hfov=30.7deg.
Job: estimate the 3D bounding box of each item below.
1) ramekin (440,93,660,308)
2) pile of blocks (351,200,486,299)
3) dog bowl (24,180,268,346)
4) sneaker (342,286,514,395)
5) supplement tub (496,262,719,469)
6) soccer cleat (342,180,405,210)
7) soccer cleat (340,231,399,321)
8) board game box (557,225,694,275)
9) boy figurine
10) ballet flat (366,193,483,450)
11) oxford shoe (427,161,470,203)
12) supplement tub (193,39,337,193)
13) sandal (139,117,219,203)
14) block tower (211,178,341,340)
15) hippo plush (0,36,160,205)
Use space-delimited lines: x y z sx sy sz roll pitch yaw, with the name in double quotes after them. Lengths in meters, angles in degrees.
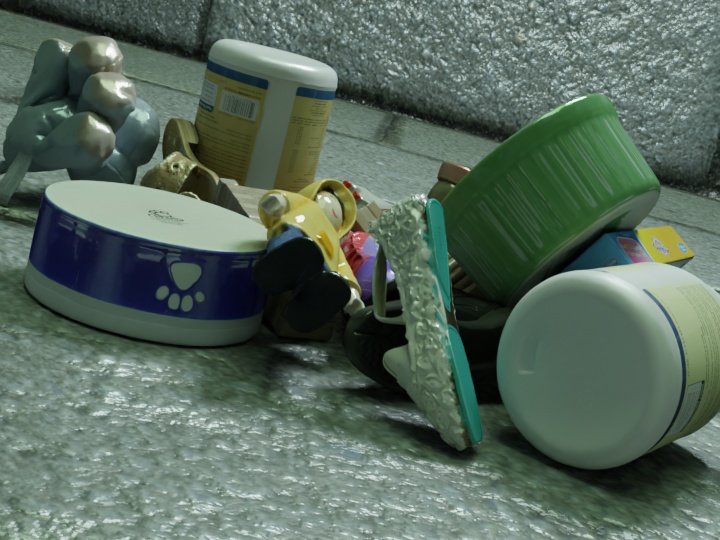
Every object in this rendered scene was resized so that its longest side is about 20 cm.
0.167 -0.052 1.151 0.098 0.200 0.199 54 26 15 "ramekin"
0.064 0.003 1.264 0.199 0.083 0.062 37 52 26 "pile of blocks"
-0.171 -0.009 1.084 0.198 0.080 0.200 14 12 -3 "dog bowl"
0.052 0.055 1.083 0.198 0.077 0.114 -2 9 -36 "sneaker"
0.210 0.069 1.026 0.144 0.146 0.199 22 14 31 "supplement tub"
0.020 -0.044 1.372 0.199 0.070 0.078 13 -27 45 "soccer cleat"
0.000 0.000 1.167 0.068 0.074 0.200 -31 4 -2 "soccer cleat"
0.218 0.024 1.223 0.040 0.153 0.199 54 25 15 "board game box"
-0.036 -0.017 1.057 0.125 0.064 0.200 52 16 -12 "boy figurine"
0.045 0.042 0.979 0.071 0.202 0.072 -7 -21 -3 "ballet flat"
0.146 -0.027 1.296 0.199 0.074 0.071 32 -6 -12 "oxford shoe"
-0.114 -0.138 1.430 0.143 0.202 0.145 14 12 -3 "supplement tub"
-0.194 -0.089 1.339 0.069 0.078 0.212 7 34 -27 "sandal"
-0.079 -0.014 1.182 0.057 0.054 0.200 7 26 -33 "block tower"
-0.274 -0.127 1.364 0.159 0.201 0.161 25 -7 38 "hippo plush"
